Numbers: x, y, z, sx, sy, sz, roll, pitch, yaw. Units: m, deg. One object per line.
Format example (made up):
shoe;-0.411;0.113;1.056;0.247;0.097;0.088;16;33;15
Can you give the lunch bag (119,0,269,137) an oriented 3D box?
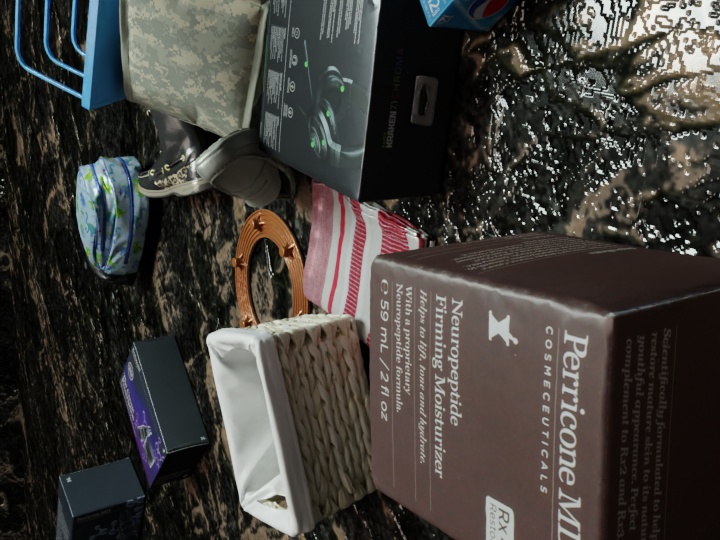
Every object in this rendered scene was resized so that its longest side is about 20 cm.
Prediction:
lunch bag;-0.172;-0.247;0.865;0.118;0.162;0.202;-71;1;-48

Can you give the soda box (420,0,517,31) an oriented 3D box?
soda box;0.064;-0.290;0.603;0.068;0.063;0.203;-36;67;53

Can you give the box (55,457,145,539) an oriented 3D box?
box;-0.538;0.508;1.619;0.107;0.146;0.202;49;135;39

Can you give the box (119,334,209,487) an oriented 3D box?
box;-0.331;0.234;1.312;0.142;0.078;0.202;-54;53;44

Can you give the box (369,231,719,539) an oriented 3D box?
box;0.125;0.074;0.491;0.199;0.162;0.169;14;108;55

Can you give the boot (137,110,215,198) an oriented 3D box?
boot;-0.270;-0.183;1.112;0.199;0.072;0.153;8;114;52

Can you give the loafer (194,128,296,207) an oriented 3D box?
loafer;-0.112;-0.104;0.831;0.069;0.200;0.070;-34;88;16

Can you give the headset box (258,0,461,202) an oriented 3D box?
headset box;-0.004;-0.171;0.705;0.199;0.092;0.177;31;122;50

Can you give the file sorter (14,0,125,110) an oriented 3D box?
file sorter;-0.295;-0.301;0.936;0.121;0.200;0.140;26;123;13

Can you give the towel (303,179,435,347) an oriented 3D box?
towel;0.000;0.000;0.800;0.199;0.022;0.146;34;124;49

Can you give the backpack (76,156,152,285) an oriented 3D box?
backpack;-0.420;-0.100;1.340;0.200;0.152;0.165;-48;50;34

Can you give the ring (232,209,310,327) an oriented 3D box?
ring;-0.120;0.025;0.993;0.199;0.019;0.204;15;108;55

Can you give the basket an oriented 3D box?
basket;-0.066;0.150;0.827;0.135;0.122;0.204;-4;98;57
